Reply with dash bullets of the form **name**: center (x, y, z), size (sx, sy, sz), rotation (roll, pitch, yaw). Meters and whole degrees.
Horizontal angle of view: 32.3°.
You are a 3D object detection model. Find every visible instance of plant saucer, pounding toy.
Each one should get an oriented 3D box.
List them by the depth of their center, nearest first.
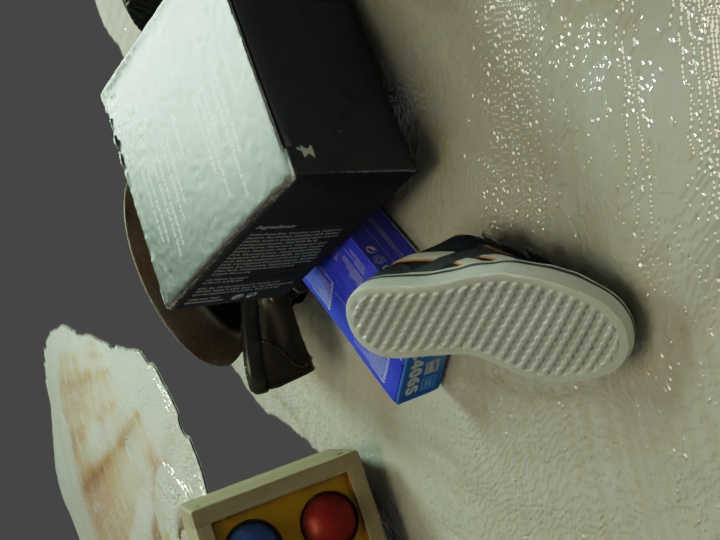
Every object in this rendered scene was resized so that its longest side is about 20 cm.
- **pounding toy**: center (-0.036, 0.272, 1.084), size (0.142, 0.182, 0.202), rotation (152, 99, -75)
- **plant saucer**: center (-0.146, -0.012, 1.148), size (0.034, 0.200, 0.202), rotation (-22, 84, 19)

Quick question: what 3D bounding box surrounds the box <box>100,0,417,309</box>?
- **box**: center (-0.084, -0.105, 0.932), size (0.200, 0.117, 0.198), rotation (-41, 63, 45)

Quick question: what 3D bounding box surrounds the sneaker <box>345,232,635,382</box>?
- **sneaker**: center (0.090, 0.017, 0.799), size (0.198, 0.079, 0.079), rotation (5, 119, 35)

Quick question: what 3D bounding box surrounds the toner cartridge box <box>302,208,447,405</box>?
- **toner cartridge box**: center (0.000, 0.000, 0.981), size (0.200, 0.043, 0.096), rotation (52, 147, 36)

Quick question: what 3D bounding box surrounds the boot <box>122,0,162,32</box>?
- **boot**: center (-0.205, -0.286, 1.124), size (0.201, 0.065, 0.165), rotation (58, 176, 30)

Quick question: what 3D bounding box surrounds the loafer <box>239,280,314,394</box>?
- **loafer**: center (-0.076, 0.008, 1.111), size (0.073, 0.070, 0.203), rotation (124, 140, -81)
